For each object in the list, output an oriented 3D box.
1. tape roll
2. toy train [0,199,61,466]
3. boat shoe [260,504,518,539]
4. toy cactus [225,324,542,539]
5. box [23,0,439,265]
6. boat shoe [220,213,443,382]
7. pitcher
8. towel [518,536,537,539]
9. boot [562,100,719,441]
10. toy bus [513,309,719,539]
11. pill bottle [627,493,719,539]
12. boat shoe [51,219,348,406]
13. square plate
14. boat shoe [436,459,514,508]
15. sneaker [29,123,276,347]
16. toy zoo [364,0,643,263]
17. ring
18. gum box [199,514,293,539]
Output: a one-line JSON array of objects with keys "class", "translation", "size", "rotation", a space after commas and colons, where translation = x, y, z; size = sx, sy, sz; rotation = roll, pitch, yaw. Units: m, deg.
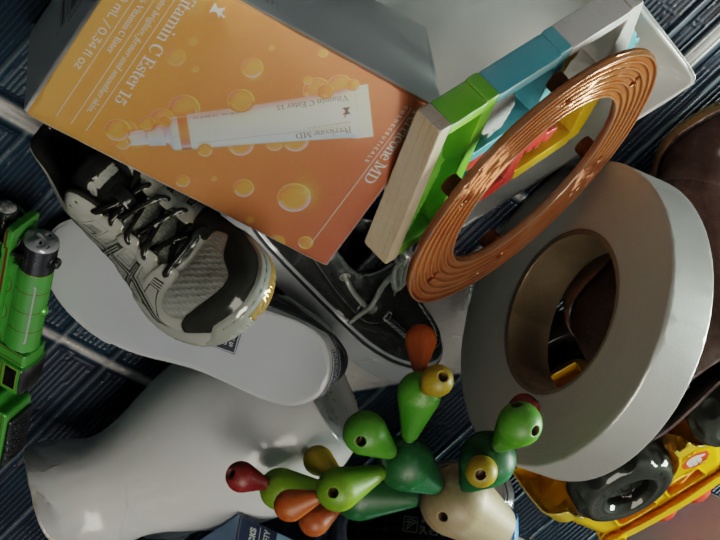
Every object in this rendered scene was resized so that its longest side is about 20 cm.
[{"class": "tape roll", "translation": [0.138, 0.030, 1.569], "size": [0.037, 0.203, 0.203], "rotation": [20, 123, -32]}, {"class": "toy train", "translation": [-0.223, 0.042, 1.575], "size": [0.056, 0.042, 0.200], "rotation": [30, 130, 16]}, {"class": "boat shoe", "translation": [0.005, 0.162, 1.658], "size": [0.200, 0.084, 0.069], "rotation": [-10, 170, 30]}, {"class": "toy cactus", "translation": [0.035, 0.119, 1.529], "size": [0.200, 0.102, 0.165], "rotation": [-27, 140, 23]}, {"class": "box", "translation": [-0.072, -0.113, 1.426], "size": [0.200, 0.098, 0.124], "rotation": [26, 118, -21]}, {"class": "boat shoe", "translation": [0.000, -0.002, 1.589], "size": [0.068, 0.074, 0.199], "rotation": [-27, 125, 29]}, {"class": "pitcher", "translation": [-0.094, 0.122, 1.659], "size": [0.200, 0.121, 0.172], "rotation": [-25, 157, 18]}, {"class": "towel", "translation": [0.046, 0.231, 1.753], "size": [0.200, 0.035, 0.132], "rotation": [-34, 143, 30]}, {"class": "boot", "translation": [0.217, -0.002, 1.583], "size": [0.072, 0.167, 0.200], "rotation": [31, 116, -37]}, {"class": "toy bus", "translation": [0.210, 0.099, 1.711], "size": [0.200, 0.136, 0.192], "rotation": [-32, 145, 11]}, {"class": "pill bottle", "translation": [0.251, 0.258, 1.864], "size": [0.114, 0.114, 0.200], "rotation": [-18, 133, 1]}, {"class": "boat shoe", "translation": [-0.100, 0.022, 1.559], "size": [0.200, 0.068, 0.072], "rotation": [22, 100, 10]}, {"class": "square plate", "translation": [0.075, -0.128, 1.527], "size": [0.200, 0.028, 0.198], "rotation": [-32, 132, 13]}, {"class": "boat shoe", "translation": [0.010, 0.183, 1.745], "size": [0.200, 0.074, 0.067], "rotation": [-22, 167, 5]}, {"class": "sneaker", "translation": [-0.128, -0.027, 1.444], "size": [0.076, 0.200, 0.088], "rotation": [-50, 135, -4]}, {"class": "toy zoo", "translation": [0.093, -0.092, 1.460], "size": [0.200, 0.020, 0.131], "rotation": [-33, 160, -32]}, {"class": "ring", "translation": [0.098, -0.058, 1.484], "size": [0.200, 0.019, 0.200], "rotation": [-39, 163, -14]}, {"class": "gum box", "translation": [-0.048, 0.246, 1.678], "size": [0.200, 0.045, 0.170], "rotation": [27, 141, -25]}]
